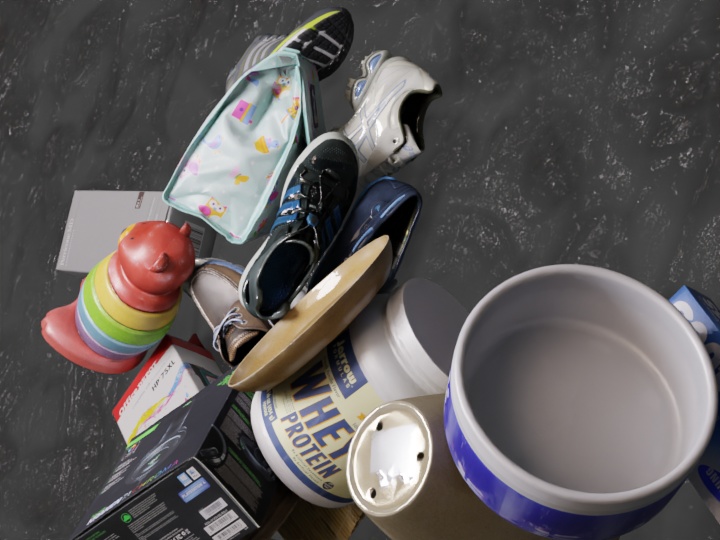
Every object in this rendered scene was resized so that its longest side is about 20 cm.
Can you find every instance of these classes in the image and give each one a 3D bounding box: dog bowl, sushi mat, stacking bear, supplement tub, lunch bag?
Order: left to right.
[{"bbox_3d":[-0.241,0.018,1.606,0.200,0.114,0.122,-47,2,46],"label":"stacking bear"},{"bbox_3d":[-0.103,-0.138,1.583,0.121,0.170,0.201,30,97,3],"label":"lunch bag"},{"bbox_3d":[-0.064,0.220,1.516,0.096,0.012,0.200,-58,43,10],"label":"sushi mat"},{"bbox_3d":[0.012,0.113,1.389,0.200,0.145,0.146,-39,49,27],"label":"supplement tub"},{"bbox_3d":[0.164,0.100,1.141,0.079,0.198,0.201,99,163,-57],"label":"dog bowl"}]

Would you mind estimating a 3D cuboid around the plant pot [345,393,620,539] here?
[{"bbox_3d":[0.088,0.175,1.246,0.187,0.199,0.189,-21,58,38],"label":"plant pot"}]

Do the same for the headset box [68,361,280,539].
[{"bbox_3d":[-0.159,0.197,1.433,0.174,0.093,0.200,-35,13,25],"label":"headset box"}]

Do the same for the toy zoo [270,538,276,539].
[{"bbox_3d":[-0.118,0.331,1.507,0.199,0.020,0.132,2,80,45],"label":"toy zoo"}]

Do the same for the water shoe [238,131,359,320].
[{"bbox_3d":[-0.050,-0.039,1.481,0.201,0.071,0.079,-64,19,1],"label":"water shoe"}]

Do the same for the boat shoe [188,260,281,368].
[{"bbox_3d":[-0.110,0.064,1.528,0.200,0.072,0.072,42,113,19],"label":"boat shoe"}]

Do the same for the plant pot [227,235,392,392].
[{"bbox_3d":[-0.040,0.045,1.373,0.200,0.028,0.200,-41,7,6],"label":"plant pot"}]

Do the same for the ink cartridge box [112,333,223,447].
[{"bbox_3d":[-0.199,0.155,1.633,0.117,0.067,0.200,-54,39,13],"label":"ink cartridge box"}]

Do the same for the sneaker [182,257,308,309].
[{"bbox_3d":[-0.126,0.032,1.611,0.199,0.080,0.077,16,83,46],"label":"sneaker"}]

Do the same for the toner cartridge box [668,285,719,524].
[{"bbox_3d":[0.285,0.114,1.188,0.095,0.043,0.201,-49,46,20],"label":"toner cartridge box"}]

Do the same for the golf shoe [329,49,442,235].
[{"bbox_3d":[0.015,-0.123,1.544,0.097,0.078,0.201,26,97,34],"label":"golf shoe"}]

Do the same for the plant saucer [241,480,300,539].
[{"bbox_3d":[-0.133,0.247,1.461,0.200,0.030,0.200,-40,12,10],"label":"plant saucer"}]

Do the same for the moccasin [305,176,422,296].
[{"bbox_3d":[0.000,0.000,1.495,0.068,0.080,0.201,15,85,55],"label":"moccasin"}]

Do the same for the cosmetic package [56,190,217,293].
[{"bbox_3d":[-0.264,-0.035,1.775,0.199,0.090,0.108,2,77,42],"label":"cosmetic package"}]

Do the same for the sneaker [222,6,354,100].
[{"bbox_3d":[-0.089,-0.244,1.701,0.199,0.074,0.081,-32,49,29],"label":"sneaker"}]
